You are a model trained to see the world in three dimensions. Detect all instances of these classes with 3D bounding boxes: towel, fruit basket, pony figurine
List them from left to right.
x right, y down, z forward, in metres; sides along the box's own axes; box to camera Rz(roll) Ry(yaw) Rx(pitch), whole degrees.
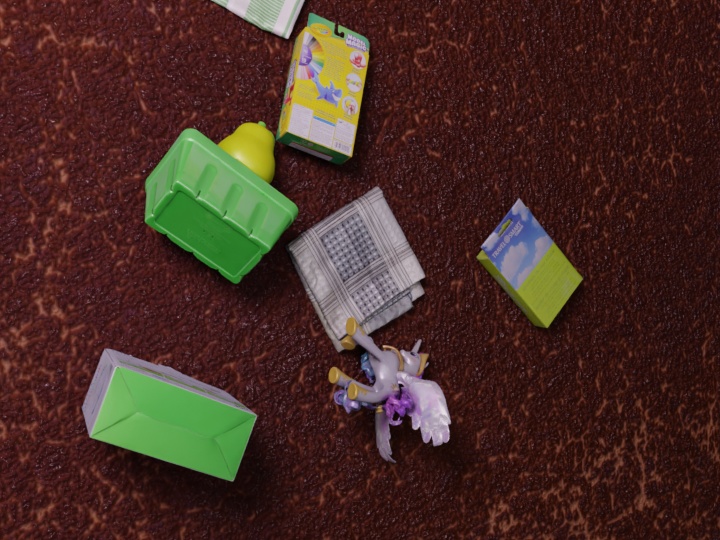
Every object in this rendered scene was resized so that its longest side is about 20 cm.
[{"bbox_3d":[-0.191,-0.117,1.128,0.213,0.155,0.219,31,37,-27],"label":"fruit basket"},{"bbox_3d":[-0.166,-0.457,1.170,0.197,0.023,0.156,26,82,-23],"label":"towel"},{"bbox_3d":[0.000,0.000,1.254,0.191,0.034,0.203,-32,105,-20],"label":"towel"},{"bbox_3d":[0.045,0.183,1.220,0.198,0.165,0.197,21,56,-39],"label":"pony figurine"}]

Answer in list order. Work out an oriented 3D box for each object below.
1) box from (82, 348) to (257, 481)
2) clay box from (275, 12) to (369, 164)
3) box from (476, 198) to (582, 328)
[{"bbox_3d":[-0.263,0.189,1.063,0.197,0.176,0.099,24,82,-23],"label":"box"},{"bbox_3d":[-0.054,-0.278,1.199,0.113,0.047,0.205,17,71,-24],"label":"clay box"},{"bbox_3d":[0.293,-0.012,1.378,0.200,0.047,0.122,47,73,-18],"label":"box"}]
